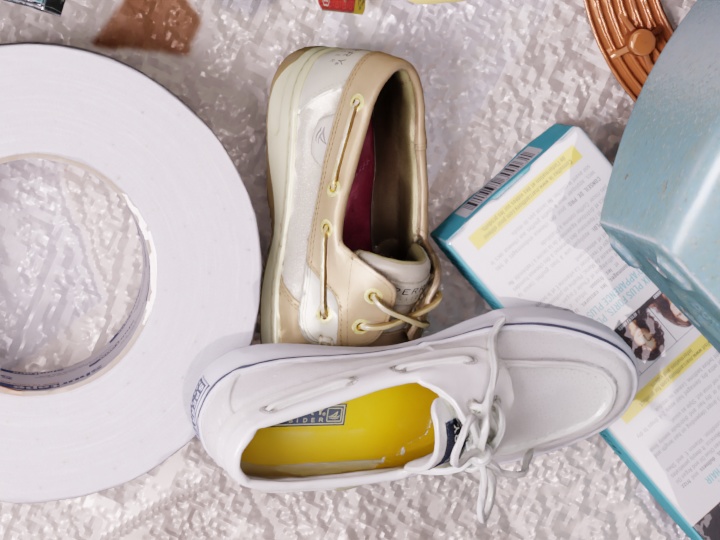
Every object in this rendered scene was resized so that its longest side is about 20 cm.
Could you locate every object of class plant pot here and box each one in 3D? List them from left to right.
[{"bbox_3d":[0.218,-0.043,1.140,0.200,0.196,0.196,-45,100,-2],"label":"plant pot"}]

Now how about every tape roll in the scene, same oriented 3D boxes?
[{"bbox_3d":[-0.145,-0.001,1.181,0.199,0.066,0.201,-1,95,-8],"label":"tape roll"}]

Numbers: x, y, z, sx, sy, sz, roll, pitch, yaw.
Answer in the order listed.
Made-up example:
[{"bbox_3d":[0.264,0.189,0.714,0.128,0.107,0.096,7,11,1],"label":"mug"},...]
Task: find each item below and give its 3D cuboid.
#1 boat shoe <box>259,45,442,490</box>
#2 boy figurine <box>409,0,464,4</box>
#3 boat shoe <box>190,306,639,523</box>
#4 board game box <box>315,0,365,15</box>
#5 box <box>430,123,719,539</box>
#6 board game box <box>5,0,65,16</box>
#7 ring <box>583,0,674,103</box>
[{"bbox_3d":[0.000,0.000,1.187,0.074,0.066,0.201,-11,99,-47],"label":"boat shoe"},{"bbox_3d":[0.065,-0.205,1.141,0.064,0.124,0.201,6,108,-33],"label":"boy figurine"},{"bbox_3d":[0.034,0.065,1.137,0.201,0.086,0.075,-2,115,-18],"label":"boat shoe"},{"bbox_3d":[0.005,-0.212,1.166,0.030,0.096,0.201,7,95,13],"label":"board game box"},{"bbox_3d":[0.128,0.033,1.228,0.082,0.049,0.200,-41,99,-3],"label":"box"},{"bbox_3d":[-0.205,-0.197,1.138,0.199,0.028,0.136,16,92,11],"label":"board game box"},{"bbox_3d":[0.200,-0.147,1.238,0.199,0.019,0.201,-1,96,-7],"label":"ring"}]
